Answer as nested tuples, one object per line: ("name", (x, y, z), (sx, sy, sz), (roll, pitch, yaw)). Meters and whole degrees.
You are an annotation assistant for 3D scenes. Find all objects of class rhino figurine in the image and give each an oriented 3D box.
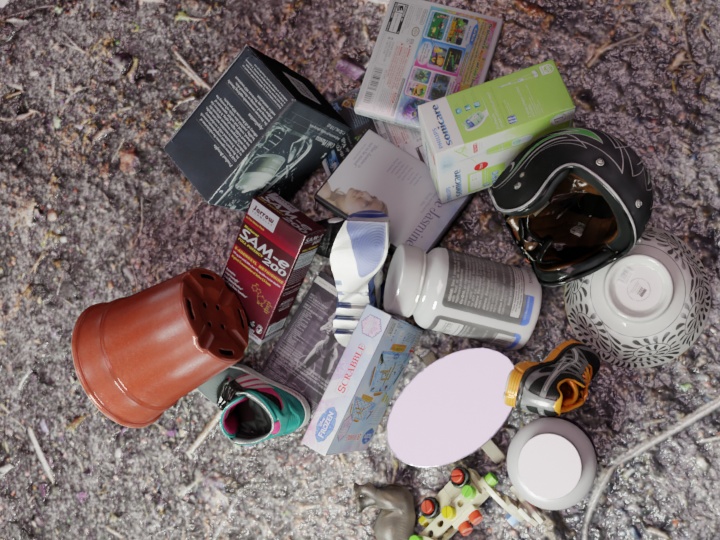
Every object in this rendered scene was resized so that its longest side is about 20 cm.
("rhino figurine", (0.042, 0.400, 1.235), (0.086, 0.060, 0.203), (-6, 83, 4))

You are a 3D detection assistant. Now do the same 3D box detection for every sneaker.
("sneaker", (0.269, 0.150, 1.145), (0.077, 0.199, 0.079), (20, 114, 39))
("sneaker", (0.000, 0.001, 1.256), (0.079, 0.115, 0.202), (7, 114, 4))
("sneaker", (-0.185, 0.199, 1.290), (0.198, 0.120, 0.085), (16, 101, 22))

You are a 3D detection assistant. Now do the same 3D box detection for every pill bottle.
("pill bottle", (0.250, 0.247, 1.126), (0.111, 0.200, 0.114), (-2, 81, 15))
("pill bottle", (0.138, 0.033, 1.199), (0.197, 0.114, 0.115), (14, 85, -9))

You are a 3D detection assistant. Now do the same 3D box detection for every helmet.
("helmet", (0.283, -0.094, 1.143), (0.189, 0.200, 0.202), (-30, 75, 12))

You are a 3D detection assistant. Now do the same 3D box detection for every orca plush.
("orca plush", (-0.035, -0.056, 1.303), (0.198, 0.071, 0.106), (22, 103, 8))

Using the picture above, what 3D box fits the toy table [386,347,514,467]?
("toy table", (0.135, 0.190, 1.211), (0.198, 0.117, 0.186), (-27, 75, 10))

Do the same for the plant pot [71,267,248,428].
("plant pot", (-0.282, 0.103, 1.279), (0.194, 0.200, 0.203), (-26, 75, 23))

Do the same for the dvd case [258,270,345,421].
("dvd case", (-0.054, 0.124, 1.328), (0.148, 0.016, 0.201), (32, 92, 19))

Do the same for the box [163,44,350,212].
("box", (-0.149, -0.198, 1.293), (0.197, 0.200, 0.124), (-45, 72, 15))

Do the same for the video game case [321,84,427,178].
("video game case", (0.026, -0.193, 1.351), (0.180, 0.023, 0.202), (-24, 77, 11))

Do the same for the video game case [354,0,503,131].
("video game case", (0.104, -0.311, 1.328), (0.180, 0.024, 0.202), (17, 81, 11))

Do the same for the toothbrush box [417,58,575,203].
("toothbrush box", (0.189, -0.191, 1.217), (0.198, 0.146, 0.087), (-17, 66, 1))

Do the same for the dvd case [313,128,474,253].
("dvd case", (0.049, -0.109, 1.290), (0.199, 0.018, 0.143), (34, 73, 16))

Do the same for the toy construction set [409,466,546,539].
("toy construction set", (0.151, 0.353, 1.194), (0.199, 0.092, 0.131), (-38, 49, -1))

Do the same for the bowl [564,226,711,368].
("bowl", (0.377, 0.029, 1.180), (0.198, 0.094, 0.204), (-2, 81, 15))

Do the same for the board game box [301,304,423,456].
("board game box", (0.009, 0.156, 1.209), (0.041, 0.200, 0.201), (25, 88, 19))

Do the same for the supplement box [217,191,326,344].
("supplement box", (-0.141, -0.003, 1.308), (0.108, 0.061, 0.202), (34, 117, 18))
